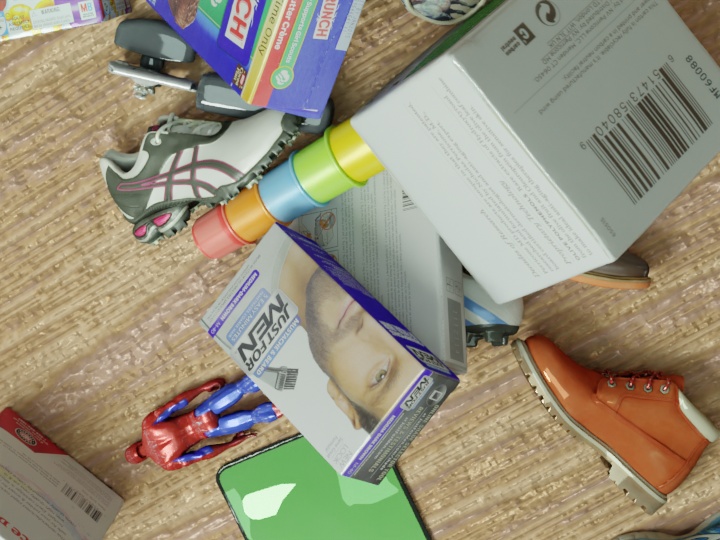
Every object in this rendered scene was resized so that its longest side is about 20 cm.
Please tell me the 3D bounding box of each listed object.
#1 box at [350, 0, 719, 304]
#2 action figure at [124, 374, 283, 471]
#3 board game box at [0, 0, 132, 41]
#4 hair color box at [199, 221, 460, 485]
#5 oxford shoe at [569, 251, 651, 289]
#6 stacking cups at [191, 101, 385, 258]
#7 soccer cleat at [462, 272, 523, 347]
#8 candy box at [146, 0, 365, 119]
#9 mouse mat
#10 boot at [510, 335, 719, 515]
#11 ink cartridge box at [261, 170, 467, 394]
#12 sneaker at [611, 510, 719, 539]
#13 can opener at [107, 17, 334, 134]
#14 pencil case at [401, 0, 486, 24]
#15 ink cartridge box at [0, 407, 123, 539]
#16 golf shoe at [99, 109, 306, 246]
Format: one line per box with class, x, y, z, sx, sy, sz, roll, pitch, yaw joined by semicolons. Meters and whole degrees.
box;0.147;-0.119;1.250;0.199;0.171;0.200;-43;97;-28
action figure;-0.126;0.130;1.439;0.200;0.052;0.065;-25;94;15
board game box;-0.267;-0.298;1.321;0.103;0.105;0.200;-10;103;7
hair color box;-0.028;0.064;1.287;0.200;0.065;0.109;43;100;32
oxford shoe;0.159;-0.041;1.360;0.200;0.071;0.073;22;99;0
stacking cups;-0.059;-0.072;1.348;0.200;0.061;0.061;-26;100;25
soccer cleat;0.041;0.024;1.396;0.200;0.070;0.086;-2;80;8
candy box;-0.076;-0.240;1.259;0.077;0.200;0.169;5;118;-38
mouse mat;-0.024;0.240;1.476;0.161;0.008;0.200;-23;101;11
boot;0.220;0.108;1.392;0.200;0.075;0.107;43;100;-14
ink cartridge box;0.000;0.000;1.352;0.176;0.045;0.200;-12;70;31
sneaker;0.308;0.263;1.406;0.200;0.090;0.078;-18;101;8
can opener;-0.119;-0.161;1.366;0.200;0.053;0.067;16;103;1
pencil case;0.026;-0.280;1.260;0.078;0.089;0.200;-45;53;16
ink cartridge box;-0.324;0.243;1.405;0.145;0.200;0.145;41;103;-4
golf shoe;-0.135;-0.095;1.345;0.200;0.077;0.088;-29;107;29
